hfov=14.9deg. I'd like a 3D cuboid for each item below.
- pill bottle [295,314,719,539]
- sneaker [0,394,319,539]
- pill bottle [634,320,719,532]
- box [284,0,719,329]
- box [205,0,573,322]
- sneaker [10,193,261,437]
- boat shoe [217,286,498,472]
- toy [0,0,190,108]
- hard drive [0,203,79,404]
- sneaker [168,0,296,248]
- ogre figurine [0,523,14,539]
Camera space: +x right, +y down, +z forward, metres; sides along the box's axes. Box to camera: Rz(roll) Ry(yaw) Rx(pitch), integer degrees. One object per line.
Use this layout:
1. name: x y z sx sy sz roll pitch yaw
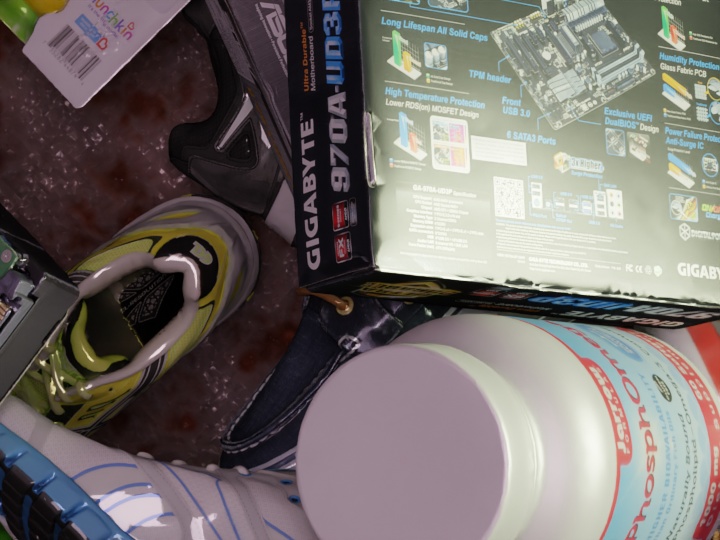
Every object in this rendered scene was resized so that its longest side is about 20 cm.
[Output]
1. pill bottle: 0.058 0.071 1.020 0.108 0.200 0.110 -2 86 26
2. sneaker: -0.061 0.099 1.040 0.200 0.075 0.087 35 65 16
3. pill bottle: 0.225 0.028 1.152 0.199 0.116 0.116 -23 87 -2
4. box: 0.062 -0.065 1.044 0.199 0.046 0.160 5 76 -39
5. box: 0.043 -0.067 1.145 0.158 0.048 0.201 -28 111 -10
6. sneaker: -0.132 0.039 1.163 0.200 0.076 0.075 -42 89 10
7. boat shoe: 0.000 0.000 1.088 0.200 0.071 0.091 -44 112 -11
8. toy: -0.080 -0.169 1.192 0.200 0.047 0.115 -43 68 -5
9. hard drive: -0.209 0.001 1.065 0.200 0.038 0.140 42 99 35
10. sneaker: -0.027 -0.117 1.185 0.090 0.066 0.201 21 89 -1
11. ogre figurine: -0.195 0.106 1.127 0.120 0.199 0.098 45 48 -31
